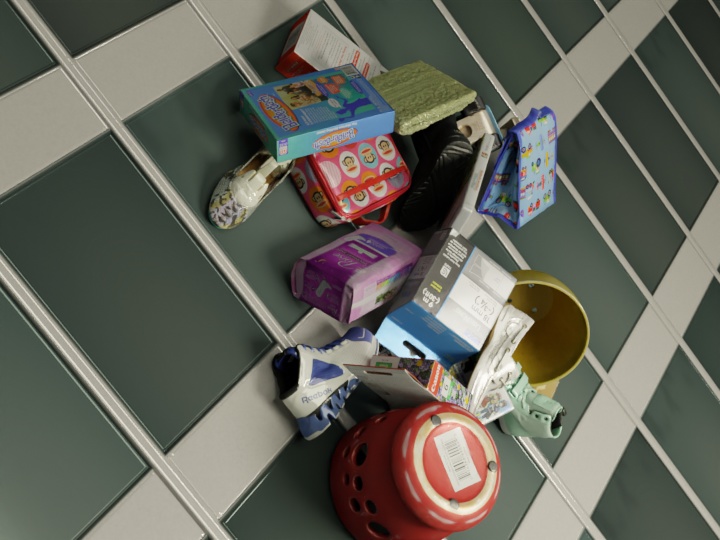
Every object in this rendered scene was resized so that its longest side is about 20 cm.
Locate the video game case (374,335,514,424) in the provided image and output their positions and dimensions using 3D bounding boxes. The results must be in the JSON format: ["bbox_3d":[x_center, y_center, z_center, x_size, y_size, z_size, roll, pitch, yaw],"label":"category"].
[{"bbox_3d":[0.121,0.166,1.629,0.182,0.022,0.201,-24,85,-15],"label":"video game case"}]

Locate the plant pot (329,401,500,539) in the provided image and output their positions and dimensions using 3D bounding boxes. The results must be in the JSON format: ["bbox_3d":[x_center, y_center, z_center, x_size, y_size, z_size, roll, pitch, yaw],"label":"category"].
[{"bbox_3d":[0.081,0.287,1.463,0.199,0.182,0.202,11,66,-26],"label":"plant pot"}]

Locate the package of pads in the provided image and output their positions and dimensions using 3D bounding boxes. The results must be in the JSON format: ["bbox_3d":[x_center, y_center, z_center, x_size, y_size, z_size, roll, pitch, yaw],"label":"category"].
[{"bbox_3d":[0.000,0.000,1.596,0.120,0.076,0.200,27,34,29],"label":"package of pads"}]

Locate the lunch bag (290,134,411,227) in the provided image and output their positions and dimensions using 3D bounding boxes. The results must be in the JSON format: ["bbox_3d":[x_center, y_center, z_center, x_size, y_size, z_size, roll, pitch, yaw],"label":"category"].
[{"bbox_3d":[-0.012,-0.153,1.696,0.200,0.082,0.177,-30,94,-44],"label":"lunch bag"}]

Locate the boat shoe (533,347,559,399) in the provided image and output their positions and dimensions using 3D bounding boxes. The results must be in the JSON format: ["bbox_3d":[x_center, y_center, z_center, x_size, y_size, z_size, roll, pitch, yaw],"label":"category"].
[{"bbox_3d":[0.331,0.166,1.835,0.072,0.076,0.201,35,50,-23],"label":"boat shoe"}]

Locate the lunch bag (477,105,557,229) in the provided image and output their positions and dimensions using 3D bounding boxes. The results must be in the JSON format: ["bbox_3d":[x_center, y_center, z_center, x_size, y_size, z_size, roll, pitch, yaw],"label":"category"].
[{"bbox_3d":[0.306,-0.201,1.908,0.094,0.201,0.150,26,36,27],"label":"lunch bag"}]

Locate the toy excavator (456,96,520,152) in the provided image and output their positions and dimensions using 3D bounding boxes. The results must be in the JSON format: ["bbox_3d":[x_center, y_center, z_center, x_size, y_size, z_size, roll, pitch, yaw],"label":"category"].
[{"bbox_3d":[0.220,-0.253,1.940,0.194,0.200,0.100,-24,85,-1],"label":"toy excavator"}]

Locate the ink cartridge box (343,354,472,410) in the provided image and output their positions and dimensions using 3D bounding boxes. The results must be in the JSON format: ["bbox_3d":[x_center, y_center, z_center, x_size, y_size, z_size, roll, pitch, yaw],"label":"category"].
[{"bbox_3d":[0.071,0.159,1.494,0.200,0.108,0.051,44,56,-48],"label":"ink cartridge box"}]

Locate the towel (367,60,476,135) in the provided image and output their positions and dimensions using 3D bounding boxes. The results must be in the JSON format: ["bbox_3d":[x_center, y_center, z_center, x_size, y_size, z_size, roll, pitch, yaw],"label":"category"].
[{"bbox_3d":[0.087,-0.289,1.732,0.148,0.037,0.200,34,46,30],"label":"towel"}]

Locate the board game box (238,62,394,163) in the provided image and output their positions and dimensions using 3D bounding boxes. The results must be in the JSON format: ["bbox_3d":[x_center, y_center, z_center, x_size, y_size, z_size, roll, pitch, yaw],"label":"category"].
[{"bbox_3d":[-0.069,-0.248,1.612,0.199,0.045,0.152,-17,46,-21],"label":"board game box"}]

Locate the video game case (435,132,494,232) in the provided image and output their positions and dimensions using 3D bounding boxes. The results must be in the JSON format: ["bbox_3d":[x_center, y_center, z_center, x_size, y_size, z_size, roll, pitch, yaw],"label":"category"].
[{"bbox_3d":[0.163,-0.105,1.742,0.023,0.200,0.183,23,52,-3],"label":"video game case"}]

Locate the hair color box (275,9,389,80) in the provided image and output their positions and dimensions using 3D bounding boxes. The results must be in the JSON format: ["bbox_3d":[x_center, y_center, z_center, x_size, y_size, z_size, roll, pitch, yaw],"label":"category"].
[{"bbox_3d":[-0.039,-0.336,1.772,0.200,0.064,0.111,34,51,-23],"label":"hair color box"}]

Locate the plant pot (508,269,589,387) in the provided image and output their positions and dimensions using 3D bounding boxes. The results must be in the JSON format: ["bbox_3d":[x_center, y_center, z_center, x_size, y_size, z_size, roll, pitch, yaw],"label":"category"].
[{"bbox_3d":[0.284,0.077,1.781,0.200,0.200,0.142,44,21,-15],"label":"plant pot"}]

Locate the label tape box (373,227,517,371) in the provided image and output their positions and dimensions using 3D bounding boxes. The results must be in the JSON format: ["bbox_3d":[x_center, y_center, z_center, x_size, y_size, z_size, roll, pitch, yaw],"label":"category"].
[{"bbox_3d":[0.133,0.058,1.590,0.144,0.063,0.201,37,73,-20],"label":"label tape box"}]

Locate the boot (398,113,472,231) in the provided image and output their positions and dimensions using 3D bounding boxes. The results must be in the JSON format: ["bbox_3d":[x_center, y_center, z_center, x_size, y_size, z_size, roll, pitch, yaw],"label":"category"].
[{"bbox_3d":[0.118,-0.188,1.788,0.076,0.201,0.169,16,33,-21],"label":"boot"}]

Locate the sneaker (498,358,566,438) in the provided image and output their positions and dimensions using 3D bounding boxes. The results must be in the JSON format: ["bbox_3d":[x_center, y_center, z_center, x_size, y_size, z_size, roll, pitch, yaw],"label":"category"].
[{"bbox_3d":[0.271,0.189,1.692,0.074,0.118,0.201,-46,125,-38],"label":"sneaker"}]

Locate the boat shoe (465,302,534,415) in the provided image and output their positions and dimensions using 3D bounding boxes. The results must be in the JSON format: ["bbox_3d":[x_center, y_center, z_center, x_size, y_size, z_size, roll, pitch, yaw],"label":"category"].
[{"bbox_3d":[0.212,0.148,1.598,0.069,0.071,0.201,25,74,7],"label":"boat shoe"}]

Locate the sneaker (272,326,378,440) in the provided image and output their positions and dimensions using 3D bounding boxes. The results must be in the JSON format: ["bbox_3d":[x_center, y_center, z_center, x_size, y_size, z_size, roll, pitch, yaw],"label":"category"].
[{"bbox_3d":[-0.058,0.135,1.503,0.115,0.080,0.200,48,47,-15],"label":"sneaker"}]

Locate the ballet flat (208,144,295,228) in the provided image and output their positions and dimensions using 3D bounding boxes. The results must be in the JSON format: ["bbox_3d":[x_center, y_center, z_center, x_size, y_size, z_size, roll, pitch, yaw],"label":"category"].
[{"bbox_3d":[-0.158,-0.139,1.563,0.072,0.072,0.200,48,46,-12],"label":"ballet flat"}]
